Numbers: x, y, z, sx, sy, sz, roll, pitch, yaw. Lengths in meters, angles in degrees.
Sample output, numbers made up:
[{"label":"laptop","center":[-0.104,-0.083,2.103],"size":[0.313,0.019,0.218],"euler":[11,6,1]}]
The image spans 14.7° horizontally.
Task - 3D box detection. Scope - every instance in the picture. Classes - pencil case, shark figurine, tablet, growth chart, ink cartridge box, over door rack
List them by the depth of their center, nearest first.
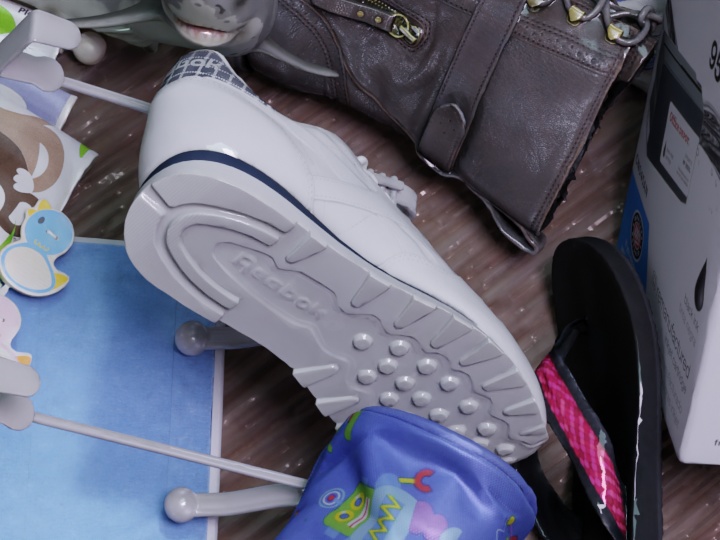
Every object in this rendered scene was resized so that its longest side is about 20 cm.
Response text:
[{"label":"pencil case","center":[-0.021,0.139,0.958],"size":[0.087,0.078,0.200],"euler":[28,70,21]},{"label":"ink cartridge box","center":[0.160,-0.048,1.027],"size":[0.084,0.201,0.145],"euler":[3,31,-9]},{"label":"over door rack","center":[-0.066,0.010,1.027],"size":[0.199,0.066,0.149],"euler":[23,59,-38]},{"label":"tablet","center":[-0.117,0.079,1.046],"size":[0.129,0.014,0.201],"euler":[5,65,-8]},{"label":"shark figurine","center":[-0.085,-0.127,1.069],"size":[0.128,0.214,0.090],"euler":[9,93,-46]},{"label":"growth chart","center":[-0.174,-0.036,1.074],"size":[0.144,0.018,0.201],"euler":[18,58,0]}]

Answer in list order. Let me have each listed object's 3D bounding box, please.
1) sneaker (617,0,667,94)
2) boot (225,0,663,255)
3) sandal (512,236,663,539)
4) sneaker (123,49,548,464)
[{"label":"sneaker","center":[0.139,-0.108,1.135],"size":[0.199,0.088,0.076],"euler":[7,64,-9]},{"label":"boot","center":[0.037,-0.124,1.080],"size":[0.173,0.201,0.069],"euler":[25,29,13]},{"label":"sandal","center":[0.084,0.079,1.050],"size":[0.045,0.075,0.201],"euler":[2,69,-13]},{"label":"sneaker","center":[0.000,0.000,1.002],"size":[0.200,0.076,0.081],"euler":[43,31,-32]}]
